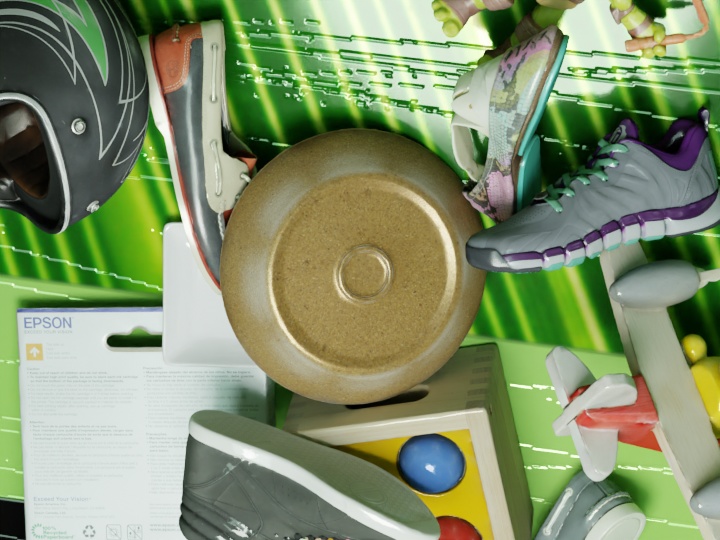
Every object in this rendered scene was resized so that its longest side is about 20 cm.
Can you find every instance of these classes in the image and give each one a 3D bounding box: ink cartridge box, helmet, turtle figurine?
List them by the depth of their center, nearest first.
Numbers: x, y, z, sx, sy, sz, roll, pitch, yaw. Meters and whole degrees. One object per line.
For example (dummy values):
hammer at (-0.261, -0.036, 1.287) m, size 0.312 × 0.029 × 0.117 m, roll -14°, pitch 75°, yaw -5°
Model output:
turtle figurine at (0.128, -0.203, 1.555) m, size 0.161 × 0.065 × 0.200 m, roll -31°, pitch 124°, yaw 31°
helmet at (-0.239, -0.127, 1.574) m, size 0.190 × 0.200 × 0.201 m, roll 4°, pitch 118°, yaw -10°
ink cartridge box at (-0.162, 0.124, 1.764) m, size 0.195 × 0.043 × 0.201 m, roll 0°, pitch 97°, yaw 8°

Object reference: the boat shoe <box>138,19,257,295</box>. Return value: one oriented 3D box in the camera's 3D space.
boat shoe at (-0.106, -0.080, 1.647) m, size 0.062 × 0.071 × 0.201 m, roll -13°, pitch 105°, yaw 1°

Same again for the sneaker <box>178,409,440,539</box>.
sneaker at (-0.042, 0.180, 1.646) m, size 0.199 × 0.071 × 0.100 m, roll 21°, pitch 108°, yaw 14°

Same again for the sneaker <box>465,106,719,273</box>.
sneaker at (0.158, -0.057, 1.599) m, size 0.199 × 0.074 × 0.088 m, roll -14°, pitch 106°, yaw -22°

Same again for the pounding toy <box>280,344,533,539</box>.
pounding toy at (0.017, 0.180, 1.720) m, size 0.199 × 0.142 × 0.185 m, roll -8°, pitch 115°, yaw 12°

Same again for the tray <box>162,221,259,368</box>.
tray at (-0.048, 0.019, 1.703) m, size 0.199 × 0.022 × 0.108 m, roll 2°, pitch 93°, yaw 8°

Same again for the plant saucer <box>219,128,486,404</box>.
plant saucer at (0.000, 0.000, 1.643) m, size 0.199 × 0.035 × 0.201 m, roll -2°, pitch 98°, yaw -14°

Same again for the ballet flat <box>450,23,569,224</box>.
ballet flat at (0.096, -0.100, 1.581) m, size 0.071 × 0.069 × 0.200 m, roll 21°, pitch 148°, yaw 11°

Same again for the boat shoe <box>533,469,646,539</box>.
boat shoe at (0.150, 0.235, 1.786) m, size 0.062 × 0.073 × 0.200 m, roll 53°, pitch 129°, yaw 30°

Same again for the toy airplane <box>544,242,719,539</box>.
toy airplane at (0.228, 0.086, 1.611) m, size 0.141 × 0.199 × 0.200 m, roll -33°, pitch 106°, yaw 32°
